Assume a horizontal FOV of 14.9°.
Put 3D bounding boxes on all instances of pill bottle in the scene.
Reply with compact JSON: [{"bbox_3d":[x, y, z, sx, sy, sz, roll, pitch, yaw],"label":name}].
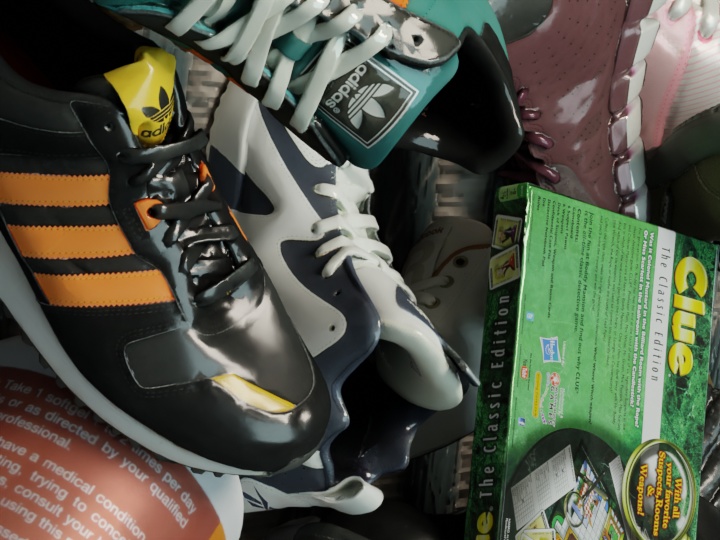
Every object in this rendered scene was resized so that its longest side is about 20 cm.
[{"bbox_3d":[-0.108,0.095,0.905,0.200,0.112,0.113,-56,138,-33],"label":"pill bottle"}]

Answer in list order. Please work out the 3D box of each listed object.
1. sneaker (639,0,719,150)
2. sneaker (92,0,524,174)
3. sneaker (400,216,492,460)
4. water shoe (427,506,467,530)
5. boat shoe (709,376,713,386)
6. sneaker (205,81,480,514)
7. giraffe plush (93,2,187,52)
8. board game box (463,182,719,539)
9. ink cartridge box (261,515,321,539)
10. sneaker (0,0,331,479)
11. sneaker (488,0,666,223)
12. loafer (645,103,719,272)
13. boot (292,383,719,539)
[{"bbox_3d":[0.101,-0.126,1.126,0.076,0.104,0.201,-106,-177,-54],"label":"sneaker"},{"bbox_3d":[-0.013,-0.079,0.854,0.071,0.080,0.199,-43,149,26],"label":"sneaker"},{"bbox_3d":[0.021,0.030,1.119,0.200,0.073,0.085,-25,92,-44],"label":"sneaker"},{"bbox_3d":[0.038,0.143,1.172,0.079,0.071,0.200,50,57,-14],"label":"water shoe"},{"bbox_3d":[0.123,0.126,1.267,0.071,0.066,0.202,13,68,-33],"label":"boat shoe"},{"bbox_3d":[0.000,0.000,1.014,0.079,0.129,0.200,42,65,-50],"label":"sneaker"},{"bbox_3d":[-0.058,-0.159,0.897,0.200,0.172,0.163,-52,158,-46],"label":"giraffe plush"},{"bbox_3d":[0.084,0.077,1.013,0.104,0.023,0.201,16,74,-36],"label":"board game box"},{"bbox_3d":[-0.019,0.221,1.053,0.161,0.050,0.200,42,59,-13],"label":"ink cartridge box"},{"bbox_3d":[-0.074,-0.023,0.861,0.200,0.090,0.070,48,44,2],"label":"sneaker"},{"bbox_3d":[0.051,-0.058,1.047,0.115,0.076,0.201,-11,115,-35],"label":"sneaker"},{"bbox_3d":[0.147,-0.024,1.103,0.075,0.200,0.070,-22,85,-6],"label":"loafer"},{"bbox_3d":[0.073,0.096,1.067,0.211,0.079,0.159,33,64,-31],"label":"boot"}]
